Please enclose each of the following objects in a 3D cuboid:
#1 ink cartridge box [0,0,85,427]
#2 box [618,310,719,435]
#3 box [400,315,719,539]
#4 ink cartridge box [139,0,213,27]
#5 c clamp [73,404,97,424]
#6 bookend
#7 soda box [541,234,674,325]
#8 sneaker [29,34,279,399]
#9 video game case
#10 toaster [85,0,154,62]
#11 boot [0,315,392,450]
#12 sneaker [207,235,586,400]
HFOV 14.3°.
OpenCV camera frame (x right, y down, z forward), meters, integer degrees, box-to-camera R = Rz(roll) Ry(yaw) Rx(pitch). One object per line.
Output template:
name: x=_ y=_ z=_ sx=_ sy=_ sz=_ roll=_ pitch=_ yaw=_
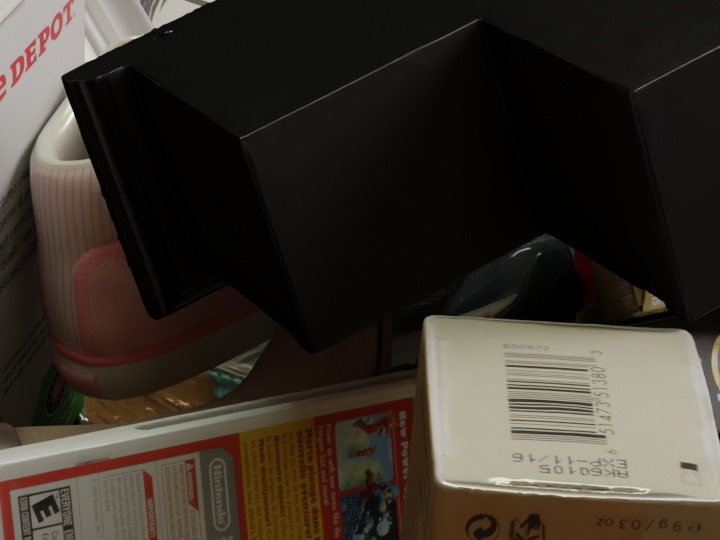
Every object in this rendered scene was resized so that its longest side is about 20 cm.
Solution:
ink cartridge box: x=-0.155 y=-0.005 z=0.966 sx=0.084 sy=0.200 sz=0.146 roll=12 pitch=33 yaw=13
box: x=0.129 y=0.039 z=1.055 sx=0.200 sy=0.044 sz=0.160 roll=-10 pitch=-6 yaw=-26
box: x=0.048 y=0.122 z=0.803 sx=0.078 sy=0.200 sz=0.095 roll=3 pitch=27 yaw=-3
ink cartridge box: x=-0.078 y=-0.090 z=1.235 sx=0.200 sy=0.084 sz=0.146 roll=21 pitch=74 yaw=33
c clamp: x=-0.159 y=0.082 z=1.033 sx=0.199 sy=0.027 sz=0.171 roll=-6 pitch=29 yaw=-19
bookend: x=0.048 y=-0.036 z=0.849 sx=0.198 sy=0.092 sz=0.200 roll=-28 pitch=29 yaw=-18
soda box: x=0.105 y=-0.012 z=1.046 sx=0.068 sy=0.064 sz=0.200 roll=-12 pitch=-4 yaw=-8
sneaker: x=-0.026 y=-0.043 z=0.976 sx=0.200 sy=0.105 sz=0.075 roll=-27 pitch=30 yaw=-25
video game case: x=-0.019 y=0.109 z=0.883 sx=0.200 sy=0.143 sz=0.017 roll=-10 pitch=12 yaw=-26
toaster: x=-0.148 y=-0.061 z=1.137 sx=0.129 sy=0.200 sz=0.114 roll=56 pitch=11 yaw=28
boot: x=-0.077 y=0.074 z=0.907 sx=0.146 sy=0.201 sz=0.070 roll=15 pitch=-14 yaw=-18
sneaker: x=0.000 y=0.000 z=1.061 sx=0.077 sy=0.087 sz=0.200 roll=-13 pitch=0 yaw=-39
